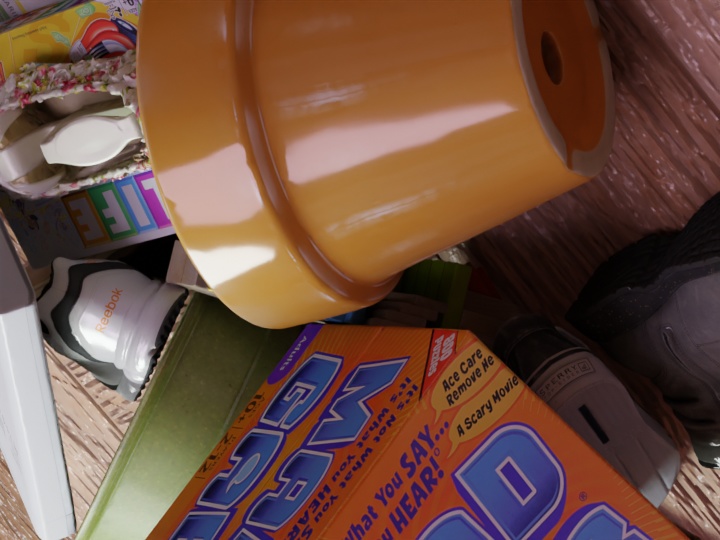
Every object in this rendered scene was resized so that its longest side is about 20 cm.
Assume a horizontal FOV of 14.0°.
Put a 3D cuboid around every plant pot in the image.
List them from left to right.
[{"bbox_3d":[-0.041,0.116,1.675,0.189,0.201,0.200,26,139,-3],"label":"plant pot"},{"bbox_3d":[0.018,-0.087,1.441,0.182,0.201,0.201,-13,118,26],"label":"plant pot"}]

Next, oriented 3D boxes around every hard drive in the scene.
[{"bbox_3d":[-0.197,0.040,1.618,0.201,0.027,0.132,86,160,-49],"label":"hard drive"}]

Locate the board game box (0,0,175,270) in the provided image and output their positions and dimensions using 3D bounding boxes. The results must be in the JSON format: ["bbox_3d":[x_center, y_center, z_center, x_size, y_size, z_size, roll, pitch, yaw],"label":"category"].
[{"bbox_3d":[-0.135,-0.081,1.582,0.199,0.034,0.135,-14,109,45],"label":"board game box"}]

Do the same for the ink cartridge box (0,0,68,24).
[{"bbox_3d":[-0.142,-0.192,1.564,0.199,0.048,0.146,-16,114,47],"label":"ink cartridge box"}]

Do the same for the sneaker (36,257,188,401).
[{"bbox_3d":[-0.142,0.023,1.651,0.080,0.074,0.200,23,170,-2],"label":"sneaker"}]

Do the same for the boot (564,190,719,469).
[{"bbox_3d":[0.205,0.028,1.492,0.131,0.068,0.200,44,147,-11],"label":"boot"}]

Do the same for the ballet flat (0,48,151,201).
[{"bbox_3d":[-0.153,-0.073,1.530,0.199,0.064,0.076,-17,106,46],"label":"ballet flat"}]

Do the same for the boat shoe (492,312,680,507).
[{"bbox_3d":[0.120,0.078,1.572,0.071,0.072,0.200,56,176,31],"label":"boat shoe"}]

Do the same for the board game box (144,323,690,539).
[{"bbox_3d":[0.023,0.168,1.499,0.200,0.200,0.200,43,164,-19],"label":"board game box"}]

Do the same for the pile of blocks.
[{"bbox_3d":[0.000,0.000,1.572,0.199,0.063,0.082,14,175,-11],"label":"pile of blocks"}]

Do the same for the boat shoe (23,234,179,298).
[{"bbox_3d":[-0.141,-0.026,1.701,0.200,0.072,0.065,-31,68,47],"label":"boat shoe"}]
